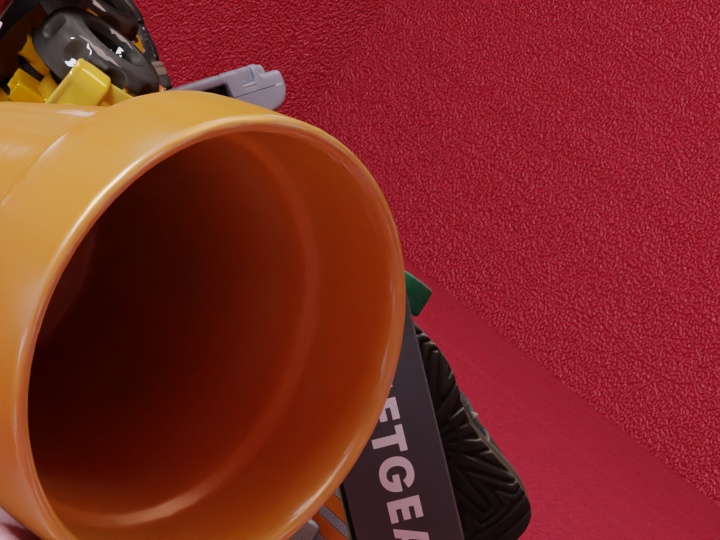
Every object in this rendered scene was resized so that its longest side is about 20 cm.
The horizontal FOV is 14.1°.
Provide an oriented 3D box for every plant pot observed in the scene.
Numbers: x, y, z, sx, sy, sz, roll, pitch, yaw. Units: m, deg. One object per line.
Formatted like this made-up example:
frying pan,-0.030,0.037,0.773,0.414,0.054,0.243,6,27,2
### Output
plant pot,-0.114,0.009,1.232,0.183,0.201,0.200,24,-5,45

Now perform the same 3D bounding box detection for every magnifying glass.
magnifying glass,0.000,0.000,1.618,0.079,0.022,0.200,30,-4,0

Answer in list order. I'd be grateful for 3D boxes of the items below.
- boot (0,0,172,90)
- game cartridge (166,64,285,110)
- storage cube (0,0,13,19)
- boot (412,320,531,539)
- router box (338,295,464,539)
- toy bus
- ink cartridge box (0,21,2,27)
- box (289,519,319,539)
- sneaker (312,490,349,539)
boot,-0.227,-0.154,1.788,0.073,0.203,0.154,-26,102,-73
game cartridge,-0.157,-0.075,1.753,0.133,0.200,0.042,-26,-95,60
storage cube,-0.304,-0.153,1.618,0.180,0.171,0.200,34,4,-10
boot,0.016,0.055,1.598,0.182,0.072,0.200,59,4,-27
router box,0.012,0.088,1.407,0.157,0.052,0.201,-119,-165,-81
toy bus,-0.125,-0.054,1.573,0.192,0.136,0.200,32,15,-18
ink cartridge box,-0.278,-0.104,1.337,0.145,0.084,0.200,34,-23,-23
box,-0.123,0.071,1.455,0.144,0.036,0.200,31,7,-40
sneaker,-0.048,0.095,1.605,0.200,0.078,0.112,47,3,20
